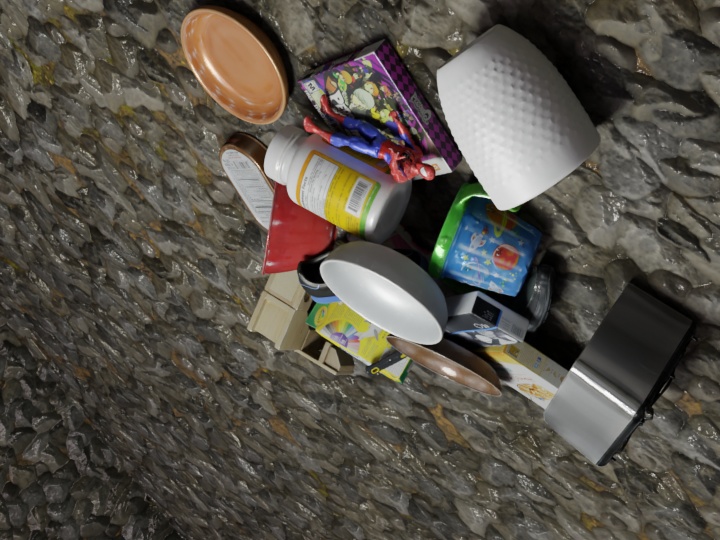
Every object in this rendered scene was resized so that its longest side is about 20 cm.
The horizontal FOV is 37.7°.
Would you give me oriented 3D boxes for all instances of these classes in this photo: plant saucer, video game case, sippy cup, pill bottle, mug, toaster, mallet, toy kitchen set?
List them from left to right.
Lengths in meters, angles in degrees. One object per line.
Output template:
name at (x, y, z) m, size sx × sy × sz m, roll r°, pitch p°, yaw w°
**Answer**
plant saucer at (-0.182, -0.311, 1.576) m, size 0.198 × 0.038 × 0.202 m, roll 30°, pitch 148°, yaw 20°
toy kitchen set at (-0.062, 0.071, 1.904) m, size 0.162 × 0.183 × 0.199 m, roll 28°, pitch -172°, yaw 26°
pill bottle at (-0.035, -0.128, 1.497) m, size 0.198 × 0.111 × 0.112 m, roll 29°, pitch 148°, yaw 19°
video game case at (0.025, -0.210, 1.470) m, size 0.180 × 0.036 × 0.201 m, roll -6°, pitch 126°, yaw 51°
mallet at (0.091, 0.113, 1.710) m, size 0.197 × 0.041 × 0.067 m, roll -23°, pitch 117°, yaw 11°
plant saucer at (0.132, 0.135, 1.620) m, size 0.197 × 0.033 × 0.200 m, roll 26°, pitch 169°, yaw 5°
sippy cup at (0.175, -0.033, 1.451) m, size 0.128 × 0.142 × 0.178 m, roll 24°, pitch 175°, yaw 7°
mug at (0.169, -0.188, 1.250) m, size 0.177 × 0.147 × 0.200 m, roll 55°, pitch 178°, yaw -9°
toaster at (0.349, 0.139, 1.411) m, size 0.118 × 0.181 × 0.201 m, roll 33°, pitch 150°, yaw 13°

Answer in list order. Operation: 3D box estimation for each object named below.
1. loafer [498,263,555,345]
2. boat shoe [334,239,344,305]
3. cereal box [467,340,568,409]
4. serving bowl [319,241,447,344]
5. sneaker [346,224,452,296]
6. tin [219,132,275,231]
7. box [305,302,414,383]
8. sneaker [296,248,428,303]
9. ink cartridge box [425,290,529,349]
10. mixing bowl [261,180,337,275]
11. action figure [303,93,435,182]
loafer at (0.236, 0.052, 1.533) m, size 0.069 × 0.069 × 0.202 m, roll 15°, pitch 150°, yaw 3°
boat shoe at (-0.034, 0.004, 1.719) m, size 0.075 × 0.068 × 0.200 m, roll 59°, pitch 173°, yaw -16°
cereal box at (0.258, 0.156, 1.609) m, size 0.198 × 0.040 × 0.143 m, roll 34°, pitch 164°, yaw -19°
serving bowl at (0.042, 0.020, 1.479) m, size 0.198 × 0.066 × 0.201 m, roll 29°, pitch 161°, yaw 11°
sneaker at (0.055, -0.009, 1.647) m, size 0.198 × 0.088 × 0.082 m, roll 33°, pitch 149°, yaw 14°
tin at (-0.167, -0.141, 1.783) m, size 0.111 × 0.042 × 0.202 m, roll 8°, pitch 137°, yaw 50°
box at (0.014, 0.092, 1.794) m, size 0.198 × 0.118 × 0.048 m, roll 30°, pitch 172°, yaw 17°
sneaker at (0.000, 0.000, 1.579) m, size 0.196 × 0.071 × 0.078 m, roll -14°, pitch 148°, yaw 16°
ink cartridge box at (0.149, 0.077, 1.543) m, size 0.098 × 0.040 × 0.199 m, roll 28°, pitch 162°, yaw -20°
mixing bowl at (-0.089, -0.086, 1.645) m, size 0.106 × 0.203 × 0.201 m, roll 7°, pitch 148°, yaw -5°
action figure at (0.016, -0.183, 1.410) m, size 0.198 × 0.066 × 0.099 m, roll 30°, pitch 160°, yaw 16°
